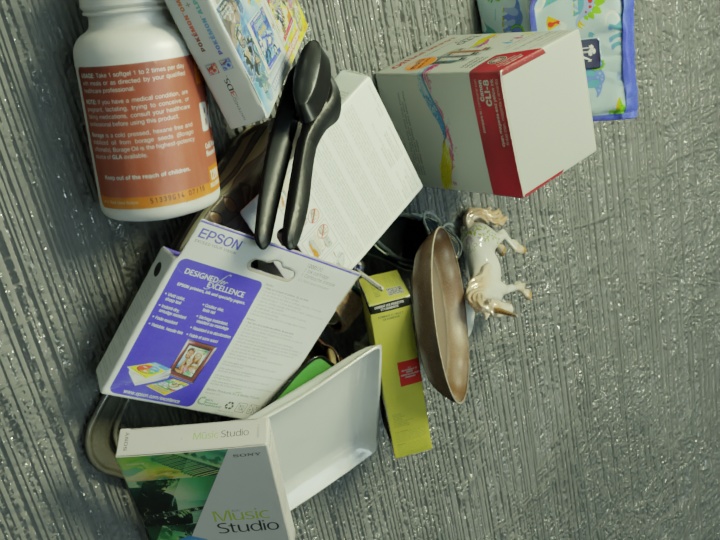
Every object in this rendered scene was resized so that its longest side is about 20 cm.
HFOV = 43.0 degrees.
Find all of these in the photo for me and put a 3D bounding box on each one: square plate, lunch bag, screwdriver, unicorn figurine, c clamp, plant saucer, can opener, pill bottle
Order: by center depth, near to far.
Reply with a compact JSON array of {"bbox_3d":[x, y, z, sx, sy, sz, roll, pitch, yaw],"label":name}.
[{"bbox_3d":[-0.191,-0.154,0.812,0.111,0.111,0.203,-20,113,-37],"label":"pill bottle"},{"bbox_3d":[-0.064,-0.111,0.845,0.079,0.063,0.203,43,55,-57],"label":"can opener"},{"bbox_3d":[-0.197,0.141,0.939,0.200,0.027,0.172,38,74,-41],"label":"c clamp"},{"bbox_3d":[0.000,0.000,0.982,0.028,0.200,0.029,-19,97,-8],"label":"screwdriver"},{"bbox_3d":[-0.062,0.184,0.991,0.199,0.028,0.200,-29,143,-26],"label":"square plate"},{"bbox_3d":[0.091,0.052,1.045,0.200,0.032,0.203,-7,90,-75],"label":"plant saucer"},{"bbox_3d":[0.250,-0.275,1.128,0.127,0.199,0.172,-30,120,-34],"label":"lunch bag"},{"bbox_3d":[0.170,0.006,1.180,0.074,0.202,0.137,-39,146,28],"label":"unicorn figurine"}]

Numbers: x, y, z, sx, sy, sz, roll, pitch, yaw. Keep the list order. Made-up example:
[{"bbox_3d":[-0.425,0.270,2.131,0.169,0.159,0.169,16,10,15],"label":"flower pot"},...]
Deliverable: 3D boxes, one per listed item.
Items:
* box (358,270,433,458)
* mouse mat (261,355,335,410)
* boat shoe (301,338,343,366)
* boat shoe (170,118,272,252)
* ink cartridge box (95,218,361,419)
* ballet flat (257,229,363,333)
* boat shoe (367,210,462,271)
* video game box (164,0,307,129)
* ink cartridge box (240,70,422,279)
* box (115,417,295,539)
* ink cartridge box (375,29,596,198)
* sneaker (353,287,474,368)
[{"bbox_3d":[0.040,0.108,1.041,0.049,0.075,0.203,-12,113,-6],"label":"box"},{"bbox_3d":[-0.083,0.187,1.002,0.200,0.008,0.161,-47,147,-3],"label":"mouse mat"},{"bbox_3d":[-0.057,0.111,1.028,0.072,0.072,0.201,-49,128,-22],"label":"boat shoe"},{"bbox_3d":[-0.128,-0.072,0.919,0.201,0.073,0.075,-54,133,-26],"label":"boat shoe"},{"bbox_3d":[-0.126,0.049,0.888,0.197,0.043,0.201,19,112,-40],"label":"ink cartridge box"},{"bbox_3d":[-0.065,0.012,1.004,0.200,0.068,0.068,40,80,-39],"label":"ballet flat"},{"bbox_3d":[0.063,-0.038,1.109,0.199,0.061,0.076,19,86,-44],"label":"boat shoe"},{"bbox_3d":[-0.117,-0.258,0.832,0.201,0.046,0.183,-77,146,-52],"label":"video game box"},{"bbox_3d":[-0.034,-0.081,0.954,0.200,0.047,0.161,-48,134,-18],"label":"ink cartridge box"},{"bbox_3d":[-0.146,0.224,0.904,0.142,0.037,0.202,-5,132,2],"label":"box"},{"bbox_3d":[0.142,-0.184,1.053,0.145,0.199,0.146,-32,118,-33],"label":"ink cartridge box"},{"bbox_3d":[0.070,0.071,1.133,0.199,0.074,0.101,-39,125,-29],"label":"sneaker"}]
